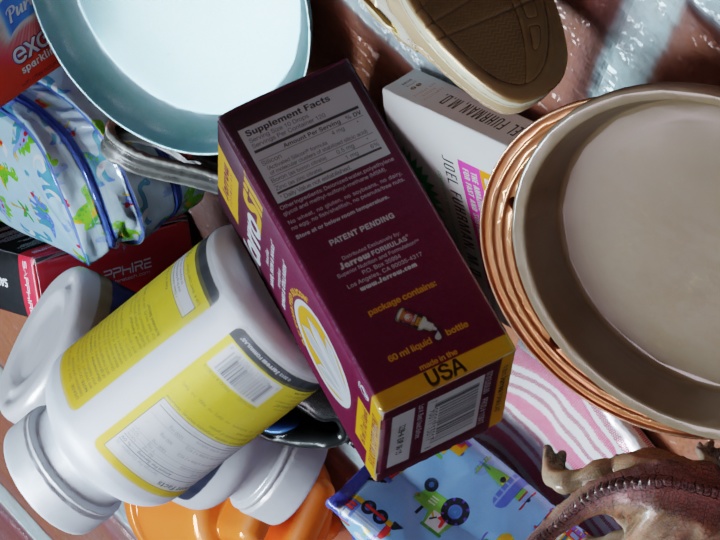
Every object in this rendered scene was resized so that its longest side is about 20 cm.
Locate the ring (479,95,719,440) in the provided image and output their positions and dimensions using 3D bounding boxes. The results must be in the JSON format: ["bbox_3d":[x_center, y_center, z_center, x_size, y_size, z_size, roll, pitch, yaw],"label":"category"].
[{"bbox_3d":[0.153,-0.002,1.329,0.200,0.019,0.201,15,128,20],"label":"ring"}]

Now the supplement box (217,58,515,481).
[{"bbox_3d":[0.000,0.000,1.500,0.200,0.086,0.110,60,166,21],"label":"supplement box"}]

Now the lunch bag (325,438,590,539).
[{"bbox_3d":[0.067,0.189,1.672,0.151,0.094,0.200,40,164,17],"label":"lunch bag"}]

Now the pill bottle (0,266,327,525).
[{"bbox_3d":[-0.123,0.088,1.744,0.200,0.111,0.111,29,162,-21],"label":"pill bottle"}]

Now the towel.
[{"bbox_3d":[0.120,0.123,1.604,0.146,0.030,0.200,48,154,8],"label":"towel"}]

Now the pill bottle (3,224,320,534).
[{"bbox_3d":[-0.116,0.070,1.608,0.200,0.112,0.112,-37,90,20],"label":"pill bottle"}]

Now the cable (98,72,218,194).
[{"bbox_3d":[-0.078,-0.067,1.624,0.200,0.097,0.050,38,139,22],"label":"cable"}]

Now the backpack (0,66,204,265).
[{"bbox_3d":[-0.187,-0.088,1.751,0.200,0.154,0.163,16,132,31],"label":"backpack"}]

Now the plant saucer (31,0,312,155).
[{"bbox_3d":[-0.107,-0.163,1.559,0.200,0.027,0.200,18,125,27],"label":"plant saucer"}]

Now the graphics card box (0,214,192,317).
[{"bbox_3d":[-0.220,-0.014,1.883,0.200,0.125,0.051,13,116,53],"label":"graphics card box"}]

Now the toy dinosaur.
[{"bbox_3d":[0.174,0.122,1.382,0.136,0.200,0.086,-15,73,60],"label":"toy dinosaur"}]

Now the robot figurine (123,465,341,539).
[{"bbox_3d":[-0.095,0.165,1.918,0.200,0.144,0.117,3,106,60],"label":"robot figurine"}]

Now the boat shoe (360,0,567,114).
[{"bbox_3d":[0.032,-0.151,1.362,0.200,0.074,0.069,54,159,20],"label":"boat shoe"}]

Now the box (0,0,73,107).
[{"bbox_3d":[-0.236,-0.165,1.637,0.095,0.200,0.100,20,140,46],"label":"box"}]

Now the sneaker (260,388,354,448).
[{"bbox_3d":[-0.055,0.043,1.699,0.200,0.112,0.073,31,146,39],"label":"sneaker"}]

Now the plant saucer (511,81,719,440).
[{"bbox_3d":[0.168,-0.006,1.284,0.200,0.029,0.200,16,128,21],"label":"plant saucer"}]

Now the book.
[{"bbox_3d":[0.098,-0.022,1.447,0.200,0.048,0.134,28,144,47],"label":"book"}]
